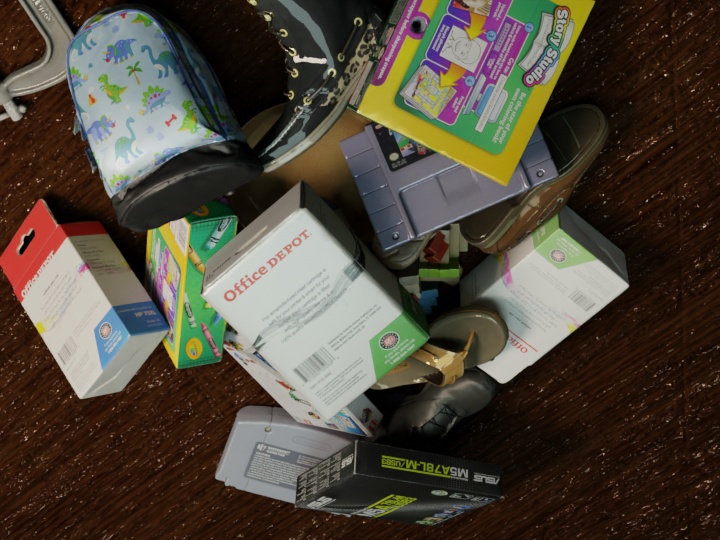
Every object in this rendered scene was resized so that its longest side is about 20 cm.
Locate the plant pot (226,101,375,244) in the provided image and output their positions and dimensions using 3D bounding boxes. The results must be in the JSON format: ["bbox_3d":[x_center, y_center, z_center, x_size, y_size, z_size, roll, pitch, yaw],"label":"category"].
[{"bbox_3d":[-0.051,-0.103,1.488,0.198,0.028,0.201,1,127,1],"label":"plant pot"}]

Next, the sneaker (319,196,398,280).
[{"bbox_3d":[0.000,0.000,1.486,0.087,0.076,0.201,6,138,30],"label":"sneaker"}]

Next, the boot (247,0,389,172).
[{"bbox_3d":[-0.071,-0.215,1.358,0.204,0.074,0.154,-46,113,3],"label":"boot"}]

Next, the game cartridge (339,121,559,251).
[{"bbox_3d":[0.090,-0.117,1.412,0.199,0.038,0.131,-23,92,5],"label":"game cartridge"}]

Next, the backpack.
[{"bbox_3d":[-0.209,-0.165,1.356,0.162,0.202,0.154,-22,160,15],"label":"backpack"}]

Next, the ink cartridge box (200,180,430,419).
[{"bbox_3d":[-0.047,0.030,1.410,0.146,0.083,0.200,-38,112,13],"label":"ink cartridge box"}]

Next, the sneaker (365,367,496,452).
[{"bbox_3d":[0.082,0.179,1.632,0.076,0.091,0.199,39,131,-22],"label":"sneaker"}]

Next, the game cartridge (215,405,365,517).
[{"bbox_3d":[-0.073,0.239,1.735,0.198,0.042,0.134,16,121,-10],"label":"game cartridge"}]

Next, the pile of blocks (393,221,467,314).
[{"bbox_3d":[0.069,0.024,1.555,0.081,0.062,0.201,20,125,-12],"label":"pile of blocks"}]

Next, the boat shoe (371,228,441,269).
[{"bbox_3d":[0.086,-0.088,1.466,0.072,0.072,0.201,36,96,4],"label":"boat shoe"}]

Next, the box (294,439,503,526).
[{"bbox_3d":[0.043,0.260,1.644,0.191,0.048,0.200,10,156,-22],"label":"box"}]

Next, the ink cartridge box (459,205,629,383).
[{"bbox_3d":[0.191,0.027,1.549,0.117,0.068,0.200,36,120,-22],"label":"ink cartridge box"}]

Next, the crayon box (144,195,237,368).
[{"bbox_3d":[-0.189,-0.008,1.499,0.058,0.119,0.201,-9,131,-25],"label":"crayon box"}]

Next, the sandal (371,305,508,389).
[{"bbox_3d":[0.080,0.101,1.538,0.199,0.054,0.080,-21,124,26],"label":"sandal"}]

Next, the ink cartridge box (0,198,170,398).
[{"bbox_3d":[-0.312,0.027,1.530,0.067,0.201,0.116,-8,146,-53],"label":"ink cartridge box"}]

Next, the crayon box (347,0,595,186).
[{"bbox_3d":[0.108,-0.211,1.336,0.171,0.058,0.201,24,97,-16],"label":"crayon box"}]

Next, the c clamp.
[{"bbox_3d":[-0.382,-0.239,1.399,0.169,0.027,0.201,-15,125,13],"label":"c clamp"}]

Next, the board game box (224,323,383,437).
[{"bbox_3d":[-0.074,0.121,1.589,0.125,0.035,0.200,6,147,40],"label":"board game box"}]

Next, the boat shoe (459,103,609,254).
[{"bbox_3d":[0.193,-0.097,1.467,0.200,0.072,0.068,-42,143,20],"label":"boat shoe"}]
